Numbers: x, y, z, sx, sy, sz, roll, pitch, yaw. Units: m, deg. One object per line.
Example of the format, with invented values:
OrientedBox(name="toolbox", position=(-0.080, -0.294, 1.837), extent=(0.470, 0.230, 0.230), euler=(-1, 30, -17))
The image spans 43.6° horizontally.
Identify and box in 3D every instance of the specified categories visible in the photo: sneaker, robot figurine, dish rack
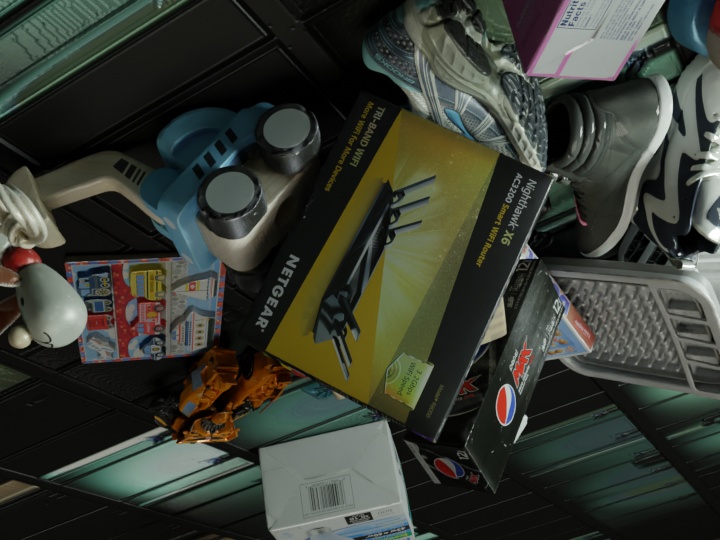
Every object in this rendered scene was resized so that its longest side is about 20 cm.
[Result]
OrientedBox(name="sneaker", position=(0.294, -0.084, 0.737), extent=(0.078, 0.131, 0.200), euler=(7, 135, -26))
OrientedBox(name="robot figurine", position=(-0.162, 0.149, 1.052), extent=(0.143, 0.059, 0.200), euler=(3, 147, -32))
OrientedBox(name="dish rack", position=(0.264, 0.047, 0.873), extent=(0.197, 0.044, 0.173), euler=(5, 142, 43))
OrientedBox(name="sneaker", position=(0.076, -0.134, 0.676), extent=(0.085, 0.079, 0.199), euler=(-16, 144, 32))
OrientedBox(name="sneaker", position=(0.190, -0.085, 0.784), extent=(0.097, 0.072, 0.202), euler=(-4, 142, -8))

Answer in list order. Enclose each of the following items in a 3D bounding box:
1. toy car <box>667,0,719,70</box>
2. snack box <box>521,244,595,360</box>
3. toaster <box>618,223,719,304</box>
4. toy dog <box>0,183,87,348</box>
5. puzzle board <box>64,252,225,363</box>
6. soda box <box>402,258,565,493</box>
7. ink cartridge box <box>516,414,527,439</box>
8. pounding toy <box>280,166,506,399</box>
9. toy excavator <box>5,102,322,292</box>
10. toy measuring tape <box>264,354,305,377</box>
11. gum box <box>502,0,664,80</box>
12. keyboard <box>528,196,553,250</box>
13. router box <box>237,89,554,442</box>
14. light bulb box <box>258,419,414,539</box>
OrientedBox(name="toy car", position=(0.320, -0.213, 0.560), extent=(0.173, 0.185, 0.204), euler=(-1, 120, -15))
OrientedBox(name="snack box", position=(0.146, 0.013, 0.865), extent=(0.071, 0.025, 0.200), euler=(-16, 125, 42))
OrientedBox(name="toaster", position=(0.342, -0.017, 0.893), extent=(0.126, 0.116, 0.201), euler=(-3, 150, -7))
OrientedBox(name="toy dog", position=(-0.292, -0.008, 0.646), extent=(0.096, 0.198, 0.134), euler=(-39, 135, -26))
OrientedBox(name="puzzle board", position=(-0.214, 0.044, 0.913), extent=(0.147, 0.018, 0.201), euler=(-2, 148, -14))
OrientedBox(name="soda box", position=(0.111, 0.084, 0.779), extent=(0.062, 0.202, 0.071), euler=(-2, 136, 38))
OrientedBox(name="ink cartridge box", position=(0.047, 0.085, 0.897), extent=(0.197, 0.200, 0.044), euler=(29, 98, -46))
OrientedBox(name="pounding toy", position=(0.000, 0.000, 0.772), extent=(0.196, 0.187, 0.143), euler=(-21, 148, 1))
OrientedBox(name="toy excavator", position=(-0.145, -0.064, 0.689), extent=(0.195, 0.198, 0.100), euler=(-50, 155, -20))
OrientedBox(name="toy measuring tape", position=(-0.034, 0.090, 0.993), extent=(0.073, 0.075, 0.199), euler=(-27, 145, 25))
OrientedBox(name="gum box", position=(0.140, -0.213, 0.509), extent=(0.065, 0.115, 0.201), euler=(0, 147, -16))
OrientedBox(name="keyboard", position=(0.113, -0.028, 0.894), extent=(0.103, 0.040, 0.200), euler=(28, 139, -12))
OrientedBox(name="router box", position=(0.027, -0.004, 0.645), extent=(0.155, 0.203, 0.052), euler=(24, 171, 10))
OrientedBox(name="light bulb box", position=(-0.031, 0.331, 1.330), extent=(0.194, 0.127, 0.201), euler=(-13, 148, 3))
